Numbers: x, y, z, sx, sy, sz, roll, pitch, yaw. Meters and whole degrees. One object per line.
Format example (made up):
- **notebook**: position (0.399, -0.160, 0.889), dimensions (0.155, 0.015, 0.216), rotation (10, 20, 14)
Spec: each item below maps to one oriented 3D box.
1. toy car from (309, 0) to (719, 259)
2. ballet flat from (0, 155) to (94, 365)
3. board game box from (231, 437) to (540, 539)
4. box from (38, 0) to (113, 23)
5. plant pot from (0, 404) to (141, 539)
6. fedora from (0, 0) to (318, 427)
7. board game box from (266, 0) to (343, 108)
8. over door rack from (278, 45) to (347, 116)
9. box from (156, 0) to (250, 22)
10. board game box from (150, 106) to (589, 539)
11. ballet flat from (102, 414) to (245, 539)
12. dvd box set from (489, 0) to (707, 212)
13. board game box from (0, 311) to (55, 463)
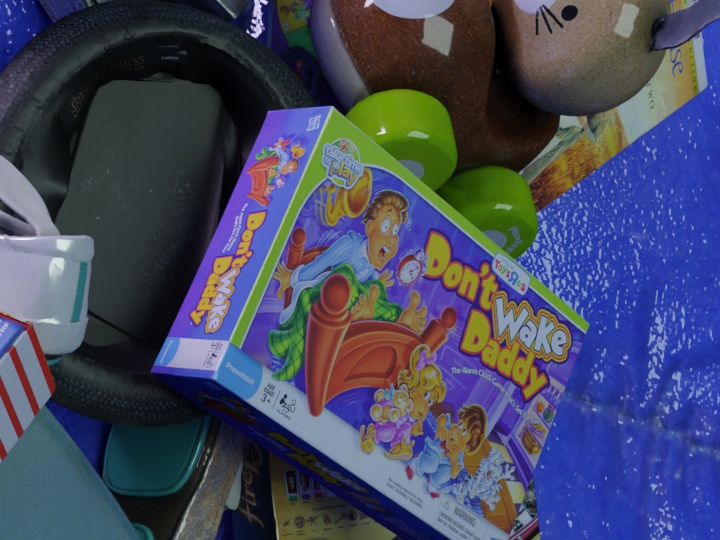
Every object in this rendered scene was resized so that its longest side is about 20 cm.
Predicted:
- **toy car**: position (0.091, -0.126, 0.928), dimensions (0.158, 0.200, 0.164), rotation (36, 36, -47)
- **ballet flat**: position (-0.182, -0.034, 0.783), dimensions (0.069, 0.200, 0.069), rotation (-41, 150, -31)
- **board game box**: position (0.018, 0.134, 1.004), dimensions (0.200, 0.035, 0.136), rotation (0, 82, -45)
- **box**: position (-0.110, -0.233, 0.952), dimensions (0.200, 0.050, 0.199), rotation (-39, 107, -32)
- **plant pot**: position (-0.156, 0.141, 0.781), dimensions (0.141, 0.141, 0.200), rotation (-24, 82, -16)
- **fedora**: position (-0.106, -0.023, 0.888), dimensions (0.200, 0.092, 0.201), rotation (4, 79, -20)
- **board game box**: position (0.022, -0.153, 1.065), dimensions (0.158, 0.039, 0.200), rotation (12, 74, -38)
- **over door rack**: position (0.000, 0.000, 0.979), dimensions (0.148, 0.067, 0.200), rotation (29, 47, -38)
- **box**: position (-0.072, -0.241, 0.919), dimensions (0.161, 0.049, 0.200), rotation (43, 63, -19)
- **board game box**: position (0.012, 0.035, 0.866), dimensions (0.200, 0.045, 0.135), rotation (37, 66, -37)
- **ballet flat**: position (-0.093, 0.121, 0.914), dimensions (0.067, 0.068, 0.200), rotation (39, 63, -51)
- **dvd box set**: position (0.136, -0.136, 1.135), dimensions (0.200, 0.029, 0.146), rotation (-34, 124, -37)
- **board game box**: position (-0.242, 0.054, 0.714), dimensions (0.152, 0.200, 0.046), rotation (-56, 155, -31)
